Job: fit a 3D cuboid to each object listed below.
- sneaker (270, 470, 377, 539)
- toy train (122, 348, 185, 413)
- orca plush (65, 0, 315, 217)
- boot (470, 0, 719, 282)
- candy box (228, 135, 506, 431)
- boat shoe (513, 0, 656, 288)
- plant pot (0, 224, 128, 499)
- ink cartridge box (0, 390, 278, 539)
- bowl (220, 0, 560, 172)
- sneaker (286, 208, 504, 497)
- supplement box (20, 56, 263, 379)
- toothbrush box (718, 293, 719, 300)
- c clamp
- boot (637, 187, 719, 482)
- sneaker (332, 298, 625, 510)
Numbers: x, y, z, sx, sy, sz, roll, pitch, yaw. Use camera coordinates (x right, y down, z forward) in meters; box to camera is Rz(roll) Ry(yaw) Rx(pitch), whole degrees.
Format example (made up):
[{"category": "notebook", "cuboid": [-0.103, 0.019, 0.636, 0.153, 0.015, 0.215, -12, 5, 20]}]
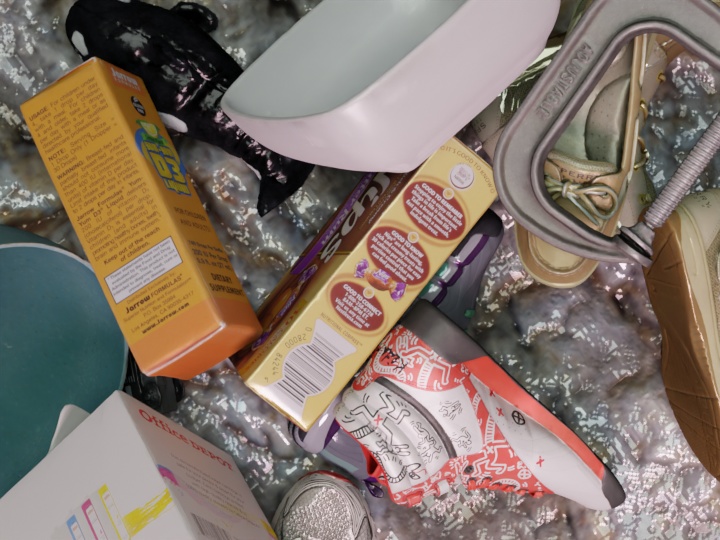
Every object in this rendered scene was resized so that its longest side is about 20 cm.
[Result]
[{"category": "sneaker", "cuboid": [-0.037, 0.230, 1.059, 0.077, 0.082, 0.201, 12, 86, 4]}, {"category": "toy train", "cuboid": [-0.158, 0.000, 1.104, 0.046, 0.034, 0.201, -13, 86, 37]}, {"category": "orca plush", "cuboid": [-0.122, -0.119, 1.093, 0.105, 0.071, 0.200, -37, 85, 0]}, {"category": "boot", "cuboid": [0.181, -0.091, 1.075, 0.199, 0.072, 0.155, -22, 85, 7]}, {"category": "candy box", "cuboid": [0.000, 0.000, 1.051, 0.056, 0.117, 0.200, 38, 90, -13]}, {"category": "boat shoe", "cuboid": [0.140, -0.088, 1.015, 0.073, 0.063, 0.202, 18, 93, 10]}, {"category": "plant pot", "cuboid": [-0.269, 0.049, 1.048, 0.135, 0.200, 0.201, 32, 88, 42]}, {"category": "ink cartridge box", "cuboid": [-0.130, 0.184, 1.010, 0.125, 0.129, 0.200, -42, 47, 7]}, {"category": "bowl", "cuboid": [0.026, -0.132, 1.028, 0.200, 0.200, 0.075, -42, 113, -15]}, {"category": "sneaker", "cuboid": [0.042, 0.053, 1.085, 0.087, 0.074, 0.200, 39, 93, -17]}, {"category": "supplement box", "cuboid": [-0.139, -0.033, 1.034, 0.069, 0.067, 0.201, -33, 75, 14]}, {"category": "toothbrush box", "cuboid": [0.334, 0.014, 0.998, 0.200, 0.086, 0.146, 36, 87, -36]}, {"category": "c clamp", "cuboid": [0.182, -0.082, 0.968, 0.171, 0.027, 0.200, 42, 103, 6]}, {"category": "boot", "cuboid": [0.270, 0.029, 1.058, 0.155, 0.073, 0.201, -21, 107, -17]}, {"category": "sneaker", "cuboid": [0.072, 0.117, 1.045, 0.201, 0.067, 0.108, 42, 90, -24]}]
